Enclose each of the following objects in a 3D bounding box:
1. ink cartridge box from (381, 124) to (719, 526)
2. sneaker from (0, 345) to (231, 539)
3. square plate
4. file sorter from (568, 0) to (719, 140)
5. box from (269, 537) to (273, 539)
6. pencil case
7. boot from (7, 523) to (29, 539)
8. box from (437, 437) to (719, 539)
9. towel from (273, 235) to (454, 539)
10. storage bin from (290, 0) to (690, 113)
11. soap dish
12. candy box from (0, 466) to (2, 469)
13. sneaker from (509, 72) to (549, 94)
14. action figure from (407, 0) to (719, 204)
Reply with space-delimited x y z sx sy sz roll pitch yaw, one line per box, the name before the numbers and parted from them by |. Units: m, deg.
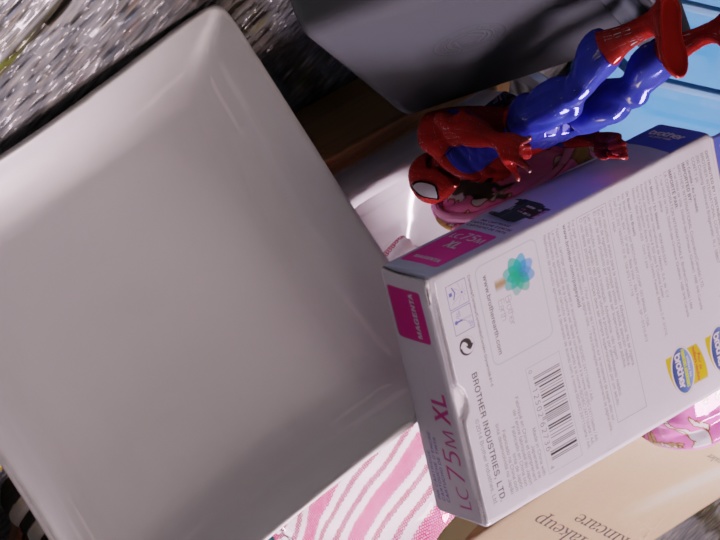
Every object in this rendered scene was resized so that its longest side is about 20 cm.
ink cartridge box | 0.105 0.015 1.316 0.200 0.042 0.120 -26 115 -29
sneaker | -0.089 0.057 1.378 0.115 0.076 0.200 -41 180 -36
square plate | -0.081 0.022 1.252 0.200 0.198 0.028 -37 -171 -26
file sorter | 0.176 -0.084 1.469 0.123 0.138 0.200 -80 -177 -49
box | -0.111 0.178 1.424 0.200 0.082 0.049 -18 172 -40
pencil case | 0.117 0.004 1.406 0.083 0.087 0.200 -43 123 3
boot | -0.127 0.182 1.486 0.200 0.155 0.074 -40 162 -17
box | 0.115 0.105 1.604 0.095 0.078 0.200 28 127 -37
towel | 0.015 0.082 1.435 0.147 0.030 0.200 -55 150 -10
storage bin | 0.041 -0.149 1.251 0.134 0.146 0.200 -22 165 11
soap dish | 0.000 0.000 1.451 0.157 0.081 0.200 -32 141 -39
candy box | -0.167 0.061 1.357 0.200 0.026 0.102 -39 164 -23
sneaker | 0.054 -0.043 1.576 0.201 0.073 0.114 -47 168 35
action figure | 0.082 -0.064 1.273 0.065 0.052 0.200 -5 170 -36
